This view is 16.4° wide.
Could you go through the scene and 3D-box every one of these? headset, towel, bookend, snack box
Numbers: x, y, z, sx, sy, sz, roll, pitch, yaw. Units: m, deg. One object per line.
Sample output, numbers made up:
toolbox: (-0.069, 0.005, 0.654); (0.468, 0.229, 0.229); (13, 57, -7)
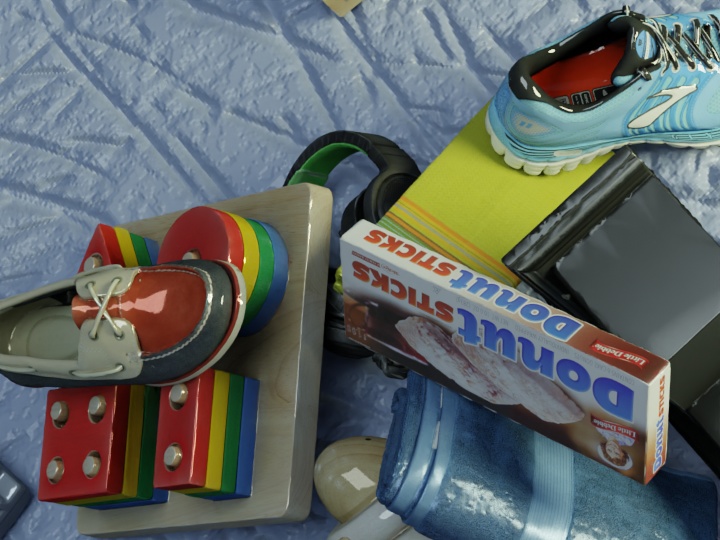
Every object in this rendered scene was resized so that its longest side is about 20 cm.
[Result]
headset: (0.000, 0.000, 1.481); (0.200, 0.094, 0.124); (51, 123, 39)
towel: (0.069, -0.030, 1.451); (0.086, 0.018, 0.200); (36, 51, 7)
towel: (0.106, 0.126, 1.365); (0.049, 0.199, 0.112); (-54, 16, 37)
bookend: (0.197, 0.056, 1.345); (0.092, 0.199, 0.200); (-43, 66, 6)
snack box: (0.074, 0.041, 1.317); (0.200, 0.072, 0.024); (25, 47, 30)

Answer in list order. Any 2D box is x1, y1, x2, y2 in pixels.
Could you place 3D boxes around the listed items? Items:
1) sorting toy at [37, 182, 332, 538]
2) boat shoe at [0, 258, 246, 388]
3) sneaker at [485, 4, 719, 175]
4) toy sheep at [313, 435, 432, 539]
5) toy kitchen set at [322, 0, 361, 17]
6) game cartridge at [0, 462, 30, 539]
sorting toy: (-0.115, 0.052, 1.500); (0.200, 0.069, 0.200); (-11, 70, 46)
boat shoe: (-0.147, 0.030, 1.444); (0.200, 0.062, 0.072); (-12, 67, 44)
sneaker: (0.172, -0.114, 1.446); (0.199, 0.090, 0.079); (-18, 68, -6)
toy sheep: (0.046, 0.176, 1.413); (0.138, 0.138, 0.200); (-38, 93, 8)
toy kitchen set: (0.022, -0.241, 1.495); (0.180, 0.200, 0.163); (-39, 65, 8)
game cartridge: (-0.316, 0.179, 1.609); (0.133, 0.040, 0.200); (39, 92, 22)
